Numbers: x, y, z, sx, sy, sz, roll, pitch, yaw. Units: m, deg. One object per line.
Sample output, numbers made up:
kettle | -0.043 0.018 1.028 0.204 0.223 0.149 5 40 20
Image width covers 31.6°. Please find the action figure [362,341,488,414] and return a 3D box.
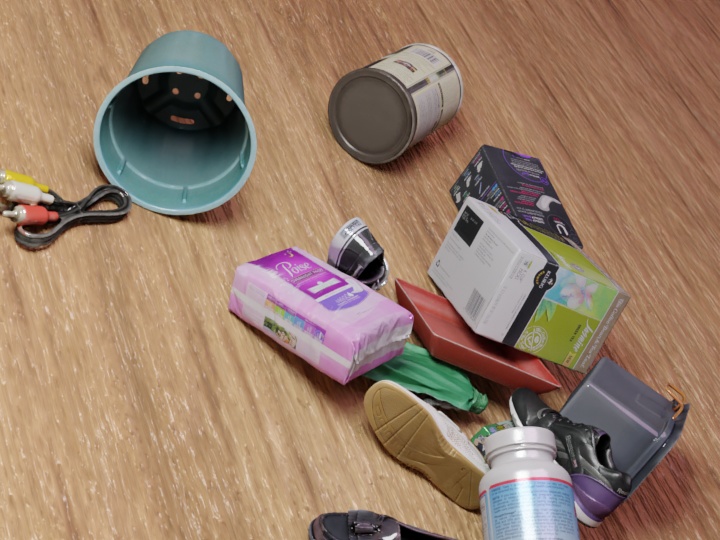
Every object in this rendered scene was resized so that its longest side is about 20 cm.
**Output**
action figure | 0.073 0.135 1.606 0.199 0.055 0.118 24 33 -12

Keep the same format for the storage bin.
storage bin | 0.344 0.192 1.678 0.134 0.146 0.200 39 19 8

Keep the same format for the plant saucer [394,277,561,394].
plant saucer | 0.145 0.093 1.688 0.199 0.037 0.200 24 13 -21

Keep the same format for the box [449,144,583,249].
box | 0.239 -0.082 1.971 0.122 0.106 0.201 10 42 -31

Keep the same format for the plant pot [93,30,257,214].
plant pot | -0.229 -0.205 1.636 0.200 0.201 0.196 25 26 -16

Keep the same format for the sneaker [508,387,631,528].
sneaker | 0.265 0.211 1.570 0.076 0.088 0.200 12 37 -49

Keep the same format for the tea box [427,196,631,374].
tea box | 0.230 0.019 1.766 0.196 0.134 0.200 20 17 -23

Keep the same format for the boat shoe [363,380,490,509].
boat shoe | 0.082 0.200 1.525 0.200 0.071 0.069 46 20 -11

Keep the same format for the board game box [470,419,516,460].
board game box | 0.232 0.246 1.607 0.135 0.029 0.200 51 25 21

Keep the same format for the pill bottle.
pill bottle | 0.191 0.285 1.439 0.108 0.109 0.201 14 58 -30

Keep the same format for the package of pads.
package of pads | -0.048 0.050 1.526 0.200 0.076 0.120 30 31 29

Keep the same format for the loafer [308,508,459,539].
loafer | 0.042 0.293 1.377 0.199 0.063 0.072 22 36 -21

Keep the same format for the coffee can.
coffee can | 0.059 -0.264 1.993 0.146 0.147 0.200 42 33 7

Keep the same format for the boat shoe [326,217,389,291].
boat shoe | 0.002 -0.002 1.608 0.074 0.199 0.068 -41 77 -19

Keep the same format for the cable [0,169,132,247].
cable | -0.340 -0.074 1.484 0.199 0.050 0.097 -3 51 -42
